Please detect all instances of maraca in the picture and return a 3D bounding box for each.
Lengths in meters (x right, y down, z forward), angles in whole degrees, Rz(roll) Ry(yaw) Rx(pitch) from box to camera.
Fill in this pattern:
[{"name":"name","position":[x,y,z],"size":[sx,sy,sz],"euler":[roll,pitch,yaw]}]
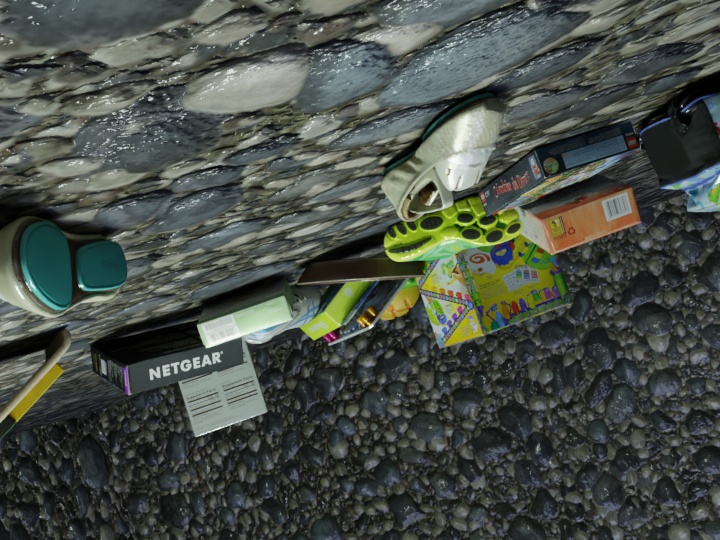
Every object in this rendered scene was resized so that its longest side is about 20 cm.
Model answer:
[{"name":"maraca","position":[0.076,0.043,1.877],"size":[0.199,0.108,0.137],"euler":[-24,173,35]}]

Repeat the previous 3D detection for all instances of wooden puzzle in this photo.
[{"name":"wooden puzzle","position":[-0.451,0.178,1.158],"size":[0.201,0.037,0.185],"euler":[-58,-166,-27]}]

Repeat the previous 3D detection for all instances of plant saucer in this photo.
[{"name":"plant saucer","position":[0.000,0.000,1.360],"size":[0.199,0.035,0.200],"euler":[-4,179,0]}]

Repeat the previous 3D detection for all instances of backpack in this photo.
[{"name":"backpack","position":[0.460,-0.156,1.043],"size":[0.199,0.148,0.183],"euler":[-22,177,-1]}]

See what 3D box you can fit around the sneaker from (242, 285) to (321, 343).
[{"name":"sneaker","position":[-0.134,0.067,1.575],"size":[0.200,0.072,0.073],"euler":[-30,150,-48]}]

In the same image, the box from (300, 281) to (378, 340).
[{"name":"box","position":[-0.041,0.060,1.665],"size":[0.122,0.048,0.200],"euler":[-53,-172,-22]}]

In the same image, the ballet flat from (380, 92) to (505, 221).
[{"name":"ballet flat","position":[0.078,-0.091,0.775],"size":[0.067,0.063,0.200],"euler":[-18,174,-21]}]

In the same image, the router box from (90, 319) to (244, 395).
[{"name":"router box","position":[-0.309,0.134,1.408],"size":[0.199,0.051,0.149],"euler":[-12,-164,-35]}]

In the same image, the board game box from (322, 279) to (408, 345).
[{"name":"board game box","position":[0.026,0.046,1.663],"size":[0.200,0.026,0.200],"euler":[-52,-169,-27]}]

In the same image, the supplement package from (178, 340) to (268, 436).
[{"name":"supplement package","position":[-0.277,0.202,1.719],"size":[0.146,0.201,0.191],"euler":[-18,174,-8]}]

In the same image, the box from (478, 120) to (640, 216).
[{"name":"box","position":[0.251,-0.128,1.147],"size":[0.136,0.038,0.200],"euler":[-19,175,-14]}]

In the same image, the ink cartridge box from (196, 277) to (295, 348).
[{"name":"ink cartridge box","position":[-0.179,0.055,1.431],"size":[0.145,0.048,0.200],"euler":[-19,-164,2]}]

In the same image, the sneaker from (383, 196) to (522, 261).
[{"name":"sneaker","position":[0.133,-0.059,1.274],"size":[0.199,0.075,0.084],"euler":[-11,175,12]}]

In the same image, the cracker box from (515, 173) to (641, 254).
[{"name":"cracker box","position":[0.300,-0.090,1.279],"size":[0.133,0.058,0.200],"euler":[-20,-166,-2]}]

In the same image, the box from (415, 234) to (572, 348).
[{"name":"box","position":[0.203,-0.003,1.411],"size":[0.199,0.194,0.122],"euler":[-15,174,-32]}]

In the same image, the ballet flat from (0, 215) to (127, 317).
[{"name":"ballet flat","position":[-0.229,0.001,0.636],"size":[0.069,0.070,0.200],"euler":[-19,175,3]}]
